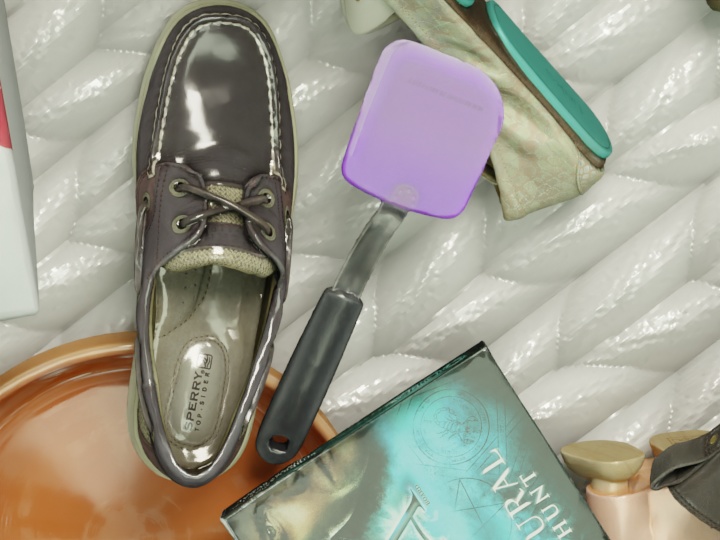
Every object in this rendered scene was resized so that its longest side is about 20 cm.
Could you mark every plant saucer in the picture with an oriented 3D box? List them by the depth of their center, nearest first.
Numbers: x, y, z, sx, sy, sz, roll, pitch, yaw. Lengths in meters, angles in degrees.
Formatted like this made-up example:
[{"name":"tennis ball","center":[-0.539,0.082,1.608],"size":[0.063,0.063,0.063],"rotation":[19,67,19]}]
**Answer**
[{"name":"plant saucer","center":[-0.096,0.118,1.283],"size":[0.200,0.032,0.201],"rotation":[-3,111,-7]}]

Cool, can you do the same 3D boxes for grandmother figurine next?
[{"name":"grandmother figurine","center":[0.138,0.173,1.300],"size":[0.121,0.061,0.201],"rotation":[-3,100,1]}]

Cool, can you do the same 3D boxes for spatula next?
[{"name":"spatula","center":[0.000,0.000,1.209],"size":[0.056,0.021,0.200],"rotation":[20,119,-9]}]

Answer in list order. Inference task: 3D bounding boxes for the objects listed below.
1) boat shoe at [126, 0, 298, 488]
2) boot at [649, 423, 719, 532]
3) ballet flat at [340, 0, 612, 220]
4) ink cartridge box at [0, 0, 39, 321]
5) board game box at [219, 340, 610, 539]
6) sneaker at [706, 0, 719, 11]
[{"name":"boat shoe","center":[-0.058,-0.009,1.200],"size":[0.072,0.065,0.201],"rotation":[6,95,-13]},{"name":"boot","center":[0.241,0.071,1.222],"size":[0.200,0.069,0.174],"rotation":[23,128,-7]},{"name":"ballet flat","center":[0.028,-0.098,1.196],"size":[0.062,0.067,0.200],"rotation":[-31,112,16]},{"name":"ink cartridge box","center":[-0.232,-0.057,1.132],"size":[0.200,0.145,0.146],"rotation":[-9,113,-4]},{"name":"board game box","center":[0.050,0.150,1.252],"size":[0.135,0.028,0.200],"rotation":[-33,94,2]},{"name":"sneaker","center":[0.146,-0.145,1.189],"size":[0.200,0.067,0.090],"rotation":[11,118,-7]}]
